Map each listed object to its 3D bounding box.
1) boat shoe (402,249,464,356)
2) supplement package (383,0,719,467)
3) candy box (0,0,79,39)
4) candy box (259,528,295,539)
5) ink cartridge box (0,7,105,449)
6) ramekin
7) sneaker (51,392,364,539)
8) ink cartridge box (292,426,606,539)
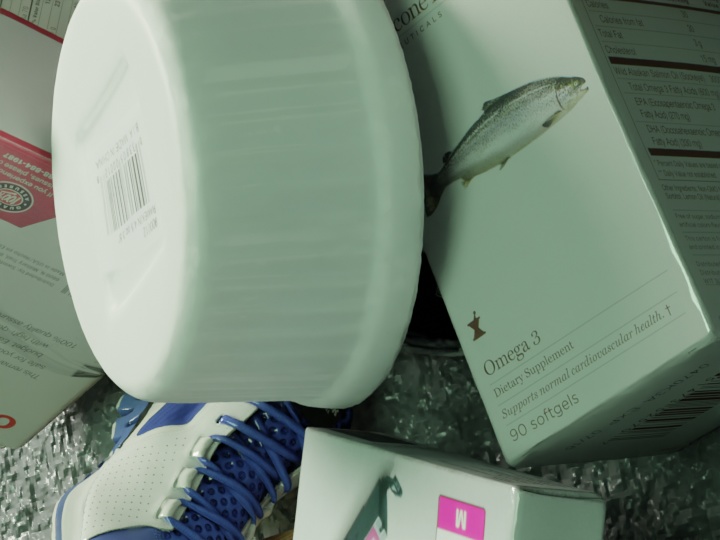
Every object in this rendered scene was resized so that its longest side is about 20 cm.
[{"bbox_3d":[0.000,0.003,1.155,0.199,0.068,0.074,23,103,38],"label":"boat shoe"},{"bbox_3d":[0.098,-0.036,1.041,0.117,0.117,0.201,-37,66,37],"label":"supplement package"},{"bbox_3d":[-0.139,-0.170,1.242,0.026,0.102,0.201,180,103,-73],"label":"candy box"},{"bbox_3d":[-0.038,0.186,1.189,0.199,0.055,0.116,-21,75,37],"label":"candy box"},{"bbox_3d":[-0.171,-0.014,1.230,0.200,0.146,0.083,-40,38,37],"label":"ink cartridge box"},{"bbox_3d":[-0.059,-0.038,1.068,0.200,0.097,0.202,175,90,-65],"label":"ramekin"},{"bbox_3d":[-0.063,0.087,1.154,0.115,0.200,0.081,-32,111,23],"label":"sneaker"},{"bbox_3d":[0.024,0.161,1.025,0.200,0.043,0.175,-172,89,-65],"label":"ink cartridge box"}]
